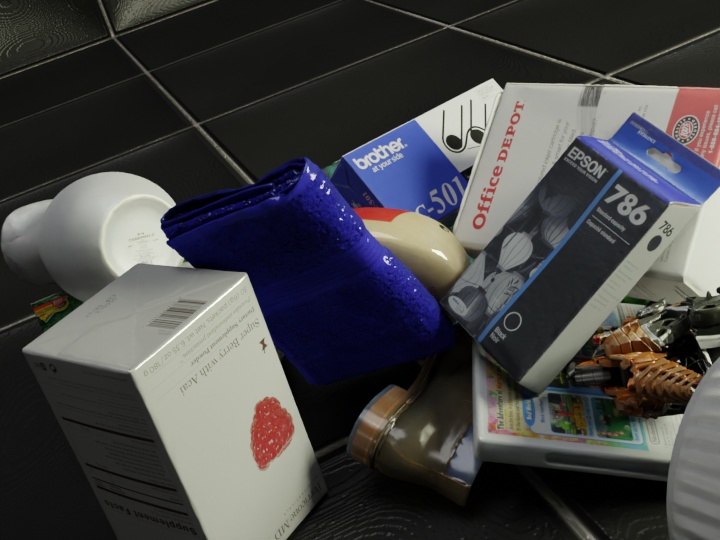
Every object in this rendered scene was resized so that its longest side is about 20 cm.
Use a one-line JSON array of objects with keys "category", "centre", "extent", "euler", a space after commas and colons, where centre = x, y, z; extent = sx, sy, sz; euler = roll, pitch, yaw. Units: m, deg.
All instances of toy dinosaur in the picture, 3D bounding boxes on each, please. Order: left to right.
[{"category": "toy dinosaur", "centre": [0.200, 0.064, 0.626], "extent": [0.135, 0.103, 0.200], "euler": [-11, 22, 10]}]

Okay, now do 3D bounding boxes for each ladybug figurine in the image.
[{"category": "ladybug figurine", "centre": [0.000, 0.000, 0.803], "extent": [0.199, 0.136, 0.072], "euler": [-5, 48, 27]}]

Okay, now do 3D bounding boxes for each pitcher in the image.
[{"category": "pitcher", "centre": [-0.225, -0.035, 0.933], "extent": [0.171, 0.122, 0.200], "euler": [-20, 13, -35]}]

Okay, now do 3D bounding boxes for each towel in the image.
[{"category": "towel", "centre": [-0.038, 0.013, 0.730], "extent": [0.147, 0.200, 0.050], "euler": [-15, 43, 36]}]

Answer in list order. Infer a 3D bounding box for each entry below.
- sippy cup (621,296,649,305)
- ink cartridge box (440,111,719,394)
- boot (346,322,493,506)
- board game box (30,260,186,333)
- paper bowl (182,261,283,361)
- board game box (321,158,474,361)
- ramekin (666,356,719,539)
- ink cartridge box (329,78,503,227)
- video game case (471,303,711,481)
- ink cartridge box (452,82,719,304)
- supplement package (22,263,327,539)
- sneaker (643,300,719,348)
[{"category": "sippy cup", "centre": [0.220, -0.052, 0.898], "extent": [0.139, 0.131, 0.178], "euler": [-29, 29, -23]}, {"category": "ink cartridge box", "centre": [0.153, -0.020, 0.697], "extent": [0.200, 0.039, 0.099], "euler": [-51, 47, 8]}, {"category": "boot", "centre": [0.083, 0.109, 0.774], "extent": [0.097, 0.075, 0.200], "euler": [27, 40, 24]}, {"category": "board game box", "centre": [-0.220, 0.041, 1.009], "extent": [0.199, 0.105, 0.023], "euler": [-25, 5, -13]}, {"category": "paper bowl", "centre": [-0.164, 0.080, 0.901], "extent": [0.200, 0.105, 0.201], "euler": [-13, 28, 7]}, {"category": "board game box", "centre": [0.061, -0.028, 0.897], "extent": [0.135, 0.200, 0.028], "euler": [-27, -14, -29]}, {"category": "ramekin", "centre": [0.250, 0.115, 0.507], "extent": [0.200, 0.201, 0.105], "euler": [-33, 21, -28]}, {"category": "ink cartridge box", "centre": [0.077, -0.095, 0.894], "extent": [0.200, 0.094, 0.044], "euler": [-31, -14, -33]}, {"category": "video game case", "centre": [0.174, 0.080, 0.738], "extent": [0.181, 0.024, 0.200], "euler": [6, 30, 3]}, {"category": "ink cartridge box", "centre": [0.190, -0.061, 0.767], "extent": [0.199, 0.083, 0.147], "euler": [12, 79, 42]}, {"category": "supplement package", "centre": [-0.126, 0.112, 0.715], "extent": [0.119, 0.201, 0.121], "euler": [5, 34, 37]}, {"category": "sneaker", "centre": [0.308, -0.016, 0.768], "extent": [0.199, 0.112, 0.073], "euler": [-16, 36, -17]}]
